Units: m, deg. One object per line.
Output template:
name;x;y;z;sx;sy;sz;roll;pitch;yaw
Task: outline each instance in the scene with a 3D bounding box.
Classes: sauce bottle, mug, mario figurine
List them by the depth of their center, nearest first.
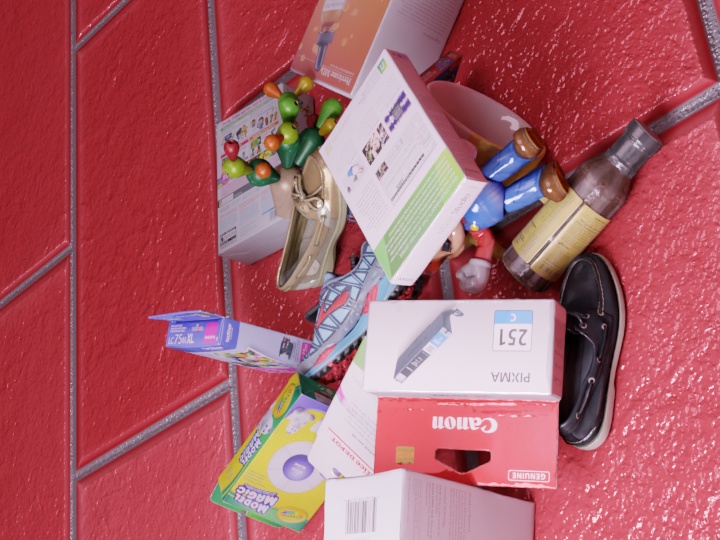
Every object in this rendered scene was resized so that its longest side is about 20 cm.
mario figurine;0.111;-0.055;1.395;0.199;0.106;0.125;-35;62;23
sauce bottle;0.230;-0.067;1.404;0.200;0.064;0.065;-48;44;19
mug;0.110;-0.095;1.500;0.154;0.148;0.187;-60;33;24

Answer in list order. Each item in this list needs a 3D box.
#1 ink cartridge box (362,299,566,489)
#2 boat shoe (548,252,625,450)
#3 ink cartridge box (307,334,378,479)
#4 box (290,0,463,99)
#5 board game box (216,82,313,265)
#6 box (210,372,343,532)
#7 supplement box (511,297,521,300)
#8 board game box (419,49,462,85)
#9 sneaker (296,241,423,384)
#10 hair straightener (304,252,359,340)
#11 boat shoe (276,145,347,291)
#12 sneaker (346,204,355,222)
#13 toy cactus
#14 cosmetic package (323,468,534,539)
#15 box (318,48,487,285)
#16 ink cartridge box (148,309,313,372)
ink cartridge box;0.099;0.119;1.345;0.197;0.045;0.179;-1;77;24
boat shoe;0.214;0.073;1.365;0.074;0.066;0.202;-6;71;48
ink cartridge box;0.029;0.164;1.485;0.117;0.067;0.201;41;130;18
box;0.025;-0.309;1.708;0.152;0.106;0.202;29;97;50
board game box;-0.128;-0.129;1.849;0.147;0.064;0.203;-24;59;41
box;-0.081;0.225;1.605;0.201;0.116;0.049;-53;28;22
supplement box;0.113;0.078;1.481;0.198;0.066;0.070;-13;66;46
board game box;0.062;-0.174;1.547;0.019;0.200;0.104;26;121;12
sneaker;-0.013;0.048;1.610;0.200;0.079;0.096;-49;65;13
hair straightener;0.000;0.000;1.664;0.200;0.041;0.077;-48;45;25
boat shoe;-0.064;-0.059;1.680;0.073;0.062;0.202;52;144;37
sneaker;0.016;-0.094;1.669;0.201;0.078;0.097;-119;42;-54
toy cactus;-0.100;-0.141;1.688;0.101;0.200;0.167;20;131;23
cosmetic package;0.071;0.256;1.355;0.112;0.199;0.082;-14;65;42
box;0.039;-0.106;1.392;0.145;0.036;0.201;-54;45;31
ink cartridge box;-0.151;0.089;1.679;0.118;0.198;0.043;-5;70;48
